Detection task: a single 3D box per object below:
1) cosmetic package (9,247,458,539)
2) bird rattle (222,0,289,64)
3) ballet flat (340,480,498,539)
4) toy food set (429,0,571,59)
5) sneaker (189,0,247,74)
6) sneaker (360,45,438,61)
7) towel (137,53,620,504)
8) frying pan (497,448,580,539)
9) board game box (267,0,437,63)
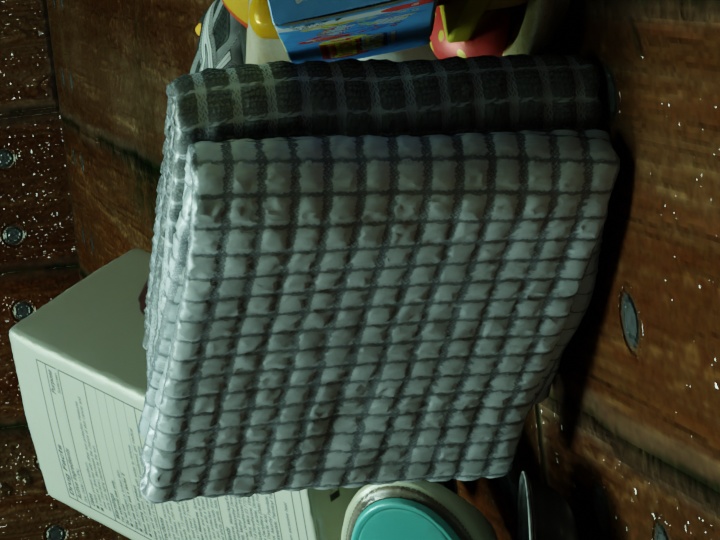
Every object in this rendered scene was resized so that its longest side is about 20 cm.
[{"bbox_3d":[-0.057,0.077,1.334,0.200,0.087,0.104,23,136,39],"label":"cosmetic package"},{"bbox_3d":[-0.040,-0.158,1.316,0.200,0.112,0.164,133,144,-72],"label":"bird rattle"},{"bbox_3d":[0.037,0.144,1.274,0.070,0.069,0.201,-110,5,-50],"label":"ballet flat"},{"bbox_3d":[0.039,-0.172,1.128,0.198,0.048,0.201,116,146,-71],"label":"toy food set"},{"bbox_3d":[-0.052,-0.071,1.500,0.077,0.078,0.201,-30,42,38],"label":"sneaker"},{"bbox_3d":[-0.003,-0.074,1.367,0.200,0.076,0.081,114,156,-68],"label":"sneaker"},{"bbox_3d":[0.000,0.000,1.124,0.200,0.165,0.086,103,159,-51],"label":"towel"},{"bbox_3d":[0.072,0.131,1.208,0.190,0.031,0.115,-86,-4,-80],"label":"frying pan"},{"bbox_3d":[-0.021,-0.178,1.029,0.196,0.056,0.201,29,-131,-89],"label":"board game box"}]
